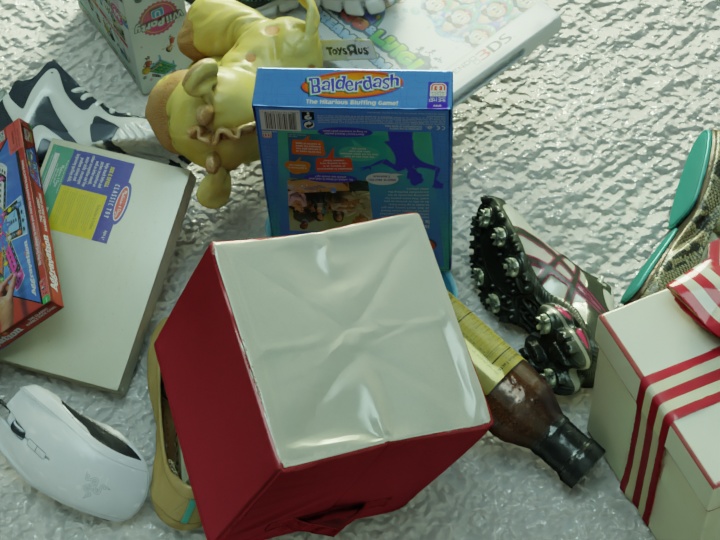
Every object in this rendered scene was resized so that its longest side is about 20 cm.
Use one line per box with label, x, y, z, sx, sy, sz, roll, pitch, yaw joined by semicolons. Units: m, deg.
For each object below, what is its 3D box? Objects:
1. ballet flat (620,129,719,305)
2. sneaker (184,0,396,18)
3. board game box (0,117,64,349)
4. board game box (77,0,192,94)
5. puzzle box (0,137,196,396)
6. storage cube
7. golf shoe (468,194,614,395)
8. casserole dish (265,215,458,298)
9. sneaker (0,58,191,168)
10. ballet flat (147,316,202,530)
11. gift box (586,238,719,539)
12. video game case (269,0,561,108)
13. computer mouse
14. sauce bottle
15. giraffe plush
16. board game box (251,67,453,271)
ballet flat;0.288;-0.027;1.373;0.075;0.068;0.200;30;63;-3
sneaker;-0.065;-0.275;1.414;0.200;0.091;0.078;-5;53;3
board game box;-0.307;-0.026;1.358;0.103;0.019;0.200;-33;52;21
board game box;-0.224;-0.286;1.497;0.064;0.200;0.148;-27;57;-17
puzzle box;-0.229;-0.005;1.357;0.133;0.025;0.200;14;76;13
storage cube;-0.032;0.083;1.180;0.171;0.180;0.200;-9;67;-25
golf shoe;0.157;0.018;1.345;0.088;0.077;0.200;-8;53;-28
casserole dish;0.000;0.000;1.375;0.121;0.039;0.200;-25;57;-15
sneaker;-0.245;-0.144;1.468;0.199;0.080;0.130;-13;62;6
ballet flat;-0.132;0.108;1.282;0.069;0.063;0.200;7;53;-19
gift box;0.288;0.091;1.200;0.200;0.187;0.185;-26;57;-15
video game case;0.046;-0.226;1.440;0.182;0.024;0.200;-37;60;-19
computer mouse;-0.253;0.129;1.261;0.200;0.044;0.110;29;101;18
sauce bottle;0.104;0.091;1.268;0.200;0.066;0.066;44;65;9
giraffe plush;-0.106;-0.137;1.344;0.200;0.173;0.162;-15;21;45
board game box;-0.001;-0.077;1.285;0.152;0.200;0.045;2;52;4
